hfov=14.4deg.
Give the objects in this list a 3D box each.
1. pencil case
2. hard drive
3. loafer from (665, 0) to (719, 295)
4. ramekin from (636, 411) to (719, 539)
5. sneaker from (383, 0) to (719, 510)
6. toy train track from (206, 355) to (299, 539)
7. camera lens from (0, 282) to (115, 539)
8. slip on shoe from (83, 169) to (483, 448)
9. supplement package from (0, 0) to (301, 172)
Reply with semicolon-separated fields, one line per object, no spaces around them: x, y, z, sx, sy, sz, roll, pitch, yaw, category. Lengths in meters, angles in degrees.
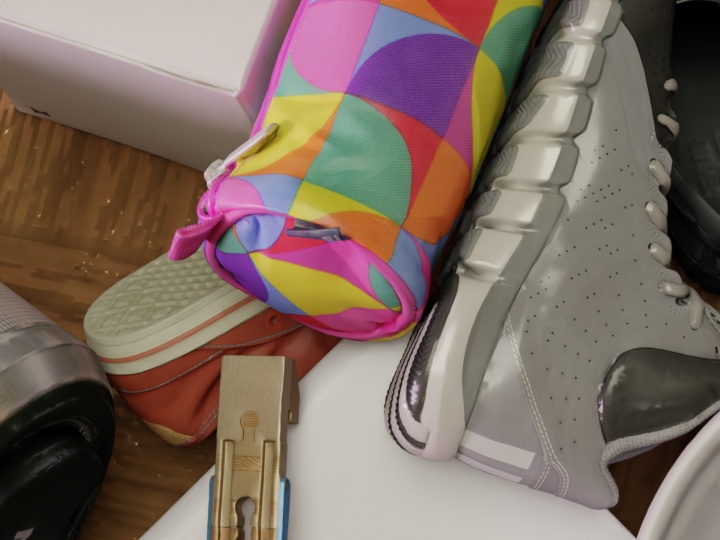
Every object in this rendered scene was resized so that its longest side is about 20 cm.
0.013;-0.074;0.947;0.088;0.088;0.200;18;65;13;pencil case
-0.014;0.124;0.969;0.200;0.025;0.132;-44;86;0;hard drive
0.115;-0.090;1.013;0.068;0.070;0.201;-16;72;3;loafer
0.185;0.127;0.922;0.200;0.105;0.200;-2;73;7;ramekin
0.094;-0.012;0.949;0.115;0.075;0.200;24;79;-4;sneaker
-0.035;0.129;0.942;0.115;0.033;0.200;0;81;18;toy train track
-0.197;0.048;0.971;0.200;0.160;0.160;36;82;16;camera lens
0.000;0.000;1.013;0.200;0.061;0.074;-27;27;-10;slip on shoe
-0.051;-0.148;1.027;0.120;0.121;0.200;19;78;12;supplement package
